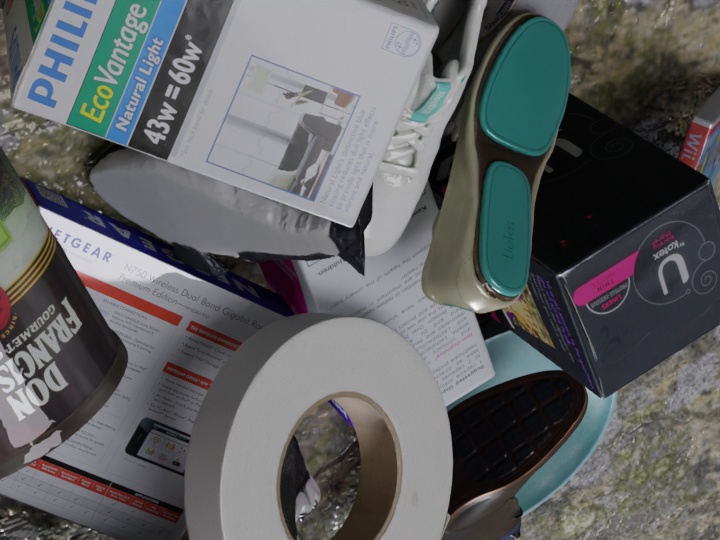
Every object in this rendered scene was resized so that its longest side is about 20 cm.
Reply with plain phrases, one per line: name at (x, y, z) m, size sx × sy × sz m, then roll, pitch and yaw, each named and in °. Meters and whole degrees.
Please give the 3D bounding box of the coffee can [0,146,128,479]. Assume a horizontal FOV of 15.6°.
coffee can at (-0.241, 0.003, 1.476) m, size 0.146 × 0.146 × 0.201 m, roll -34°, pitch 114°, yaw -11°

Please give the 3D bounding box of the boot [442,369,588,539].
boot at (0.086, 0.143, 1.813) m, size 0.200 × 0.075 × 0.097 m, roll -38°, pitch 152°, yaw 12°

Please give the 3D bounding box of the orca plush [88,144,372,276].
orca plush at (-0.066, -0.056, 1.577) m, size 0.071 × 0.199 × 0.106 m, roll -51°, pitch 126°, yaw -36°

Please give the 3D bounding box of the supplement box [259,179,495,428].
supplement box at (0.000, 0.000, 1.698) m, size 0.103 × 0.101 × 0.201 m, roll -33°, pitch 130°, yaw -12°

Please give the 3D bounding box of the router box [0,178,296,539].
router box at (-0.163, 0.064, 1.637) m, size 0.199 × 0.049 × 0.180 m, roll 26°, pitch 102°, yaw -29°

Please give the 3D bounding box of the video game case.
video game case at (0.219, -0.029, 1.825) m, size 0.143 × 0.017 × 0.201 m, roll -40°, pitch 150°, yaw -65°

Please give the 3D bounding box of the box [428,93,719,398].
box at (0.137, -0.024, 1.702) m, size 0.122 × 0.200 × 0.106 m, roll -32°, pitch 124°, yaw -14°

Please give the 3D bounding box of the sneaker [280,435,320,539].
sneaker at (-0.074, 0.142, 1.700) m, size 0.066 × 0.200 × 0.091 m, roll -15°, pitch 102°, yaw 11°

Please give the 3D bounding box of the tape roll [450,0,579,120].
tape roll at (0.044, -0.194, 1.633) m, size 0.199 × 0.066 × 0.201 m, roll -16°, pitch 124°, yaw -24°

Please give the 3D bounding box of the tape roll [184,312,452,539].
tape roll at (-0.022, 0.127, 1.615) m, size 0.202 × 0.037 × 0.204 m, roll -5°, pitch 97°, yaw -45°

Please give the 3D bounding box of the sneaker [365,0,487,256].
sneaker at (0.028, -0.100, 1.555) m, size 0.075 × 0.088 × 0.201 m, roll 13°, pitch 99°, yaw -23°

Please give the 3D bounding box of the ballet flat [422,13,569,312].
ballet flat at (0.078, -0.065, 1.617) m, size 0.069 × 0.069 × 0.201 m, roll 41°, pitch 54°, yaw -42°

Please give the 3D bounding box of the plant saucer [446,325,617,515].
plant saucer at (0.087, 0.106, 1.849) m, size 0.199 × 0.036 × 0.201 m, roll -20°, pitch 137°, yaw -19°

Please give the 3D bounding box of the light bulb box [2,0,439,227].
light bulb box at (-0.083, -0.139, 1.456) m, size 0.199 × 0.198 × 0.125 m, roll 20°, pitch 106°, yaw -16°
